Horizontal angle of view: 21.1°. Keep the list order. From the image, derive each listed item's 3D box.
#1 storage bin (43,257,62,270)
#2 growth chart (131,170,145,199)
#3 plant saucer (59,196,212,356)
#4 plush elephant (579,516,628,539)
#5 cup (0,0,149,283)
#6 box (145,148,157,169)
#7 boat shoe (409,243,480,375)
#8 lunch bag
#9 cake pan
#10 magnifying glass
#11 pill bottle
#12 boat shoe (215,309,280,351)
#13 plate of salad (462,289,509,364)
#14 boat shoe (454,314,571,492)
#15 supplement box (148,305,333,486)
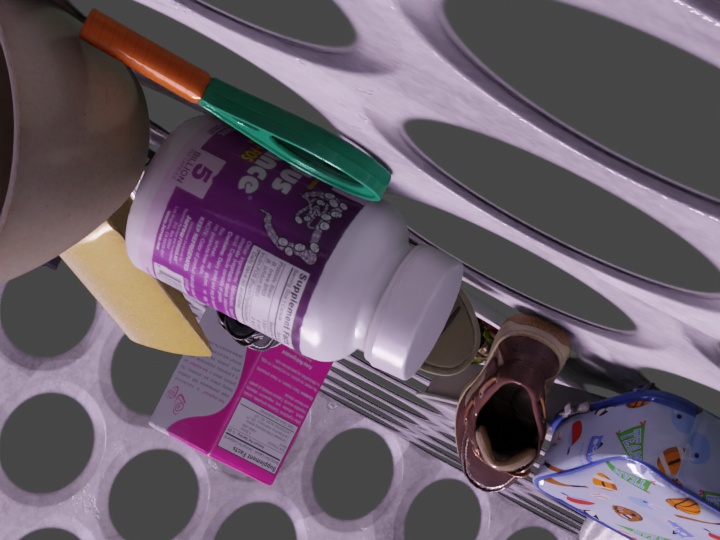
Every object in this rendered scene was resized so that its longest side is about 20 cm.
[{"bbox_3d":[-0.461,-0.091,2.441,0.199,0.094,0.135,26,173,24],"label":"storage bin"},{"bbox_3d":[-0.105,-0.029,1.511,0.199,0.018,0.145,16,151,23],"label":"growth chart"},{"bbox_3d":[-0.193,-0.043,1.360,0.201,0.048,0.200,59,180,34],"label":"plant saucer"},{"bbox_3d":[0.264,0.219,1.589,0.164,0.201,0.155,29,152,2],"label":"plush elephant"},{"bbox_3d":[-0.213,-0.085,1.167,0.200,0.202,0.143,23,-162,39],"label":"cup"},{"bbox_3d":[-0.227,-0.095,1.621,0.199,0.051,0.158,31,173,-19],"label":"box"},{"bbox_3d":[0.000,0.000,1.362,0.200,0.075,0.068,38,177,-19],"label":"boat shoe"},{"bbox_3d":[0.230,0.159,1.427,0.199,0.076,0.160,31,154,-19],"label":"lunch bag"},{"bbox_3d":[0.144,0.111,1.572,0.199,0.037,0.200,15,175,1],"label":"cake pan"},{"bbox_3d":[-0.072,-0.095,1.125,0.199,0.023,0.080,27,174,-8],"label":"magnifying glass"},{"bbox_3d":[-0.040,-0.011,1.229,0.199,0.113,0.112,26,173,13],"label":"pill bottle"},{"bbox_3d":[-0.083,0.022,1.488,0.070,0.067,0.200,25,153,4],"label":"boat shoe"},{"bbox_3d":[0.056,0.039,1.497,0.199,0.048,0.200,29,173,4],"label":"plate of salad"},{"bbox_3d":[0.104,0.116,1.424,0.072,0.072,0.201,21,143,2],"label":"boat shoe"},{"bbox_3d":[-0.104,0.092,1.892,0.101,0.201,0.103,22,171,45],"label":"supplement box"}]
